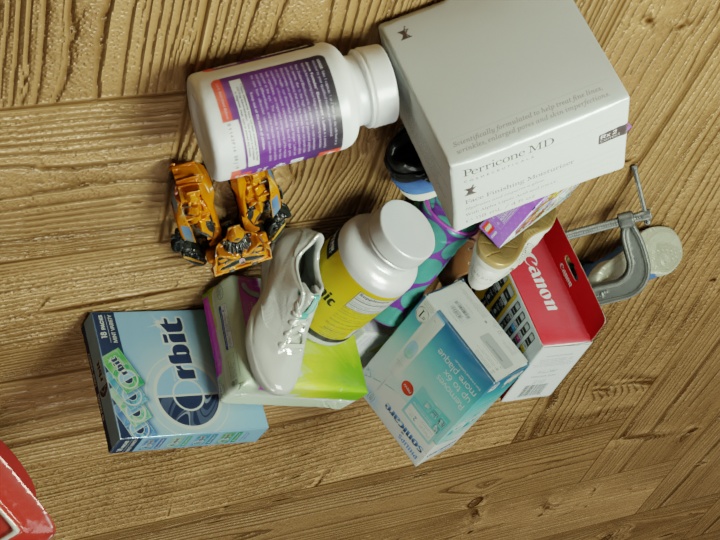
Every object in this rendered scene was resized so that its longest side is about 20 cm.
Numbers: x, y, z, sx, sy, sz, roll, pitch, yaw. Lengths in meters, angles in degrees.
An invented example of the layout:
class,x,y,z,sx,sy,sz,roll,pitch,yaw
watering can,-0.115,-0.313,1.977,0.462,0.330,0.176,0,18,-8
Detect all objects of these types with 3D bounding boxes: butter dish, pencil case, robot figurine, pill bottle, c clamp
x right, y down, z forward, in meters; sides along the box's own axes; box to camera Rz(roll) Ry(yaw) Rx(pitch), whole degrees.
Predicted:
class,x,y,z,sx,sy,sz,roll,pitch,yaw
butter dish,-0.504,0.278,1.783,0.199,0.148,0.200,-31,108,16
pencil case,0.074,-0.019,1.757,0.092,0.086,0.200,14,136,-23
robot figurine,-0.149,-0.062,1.565,0.144,0.058,0.200,-18,148,-7
pill bottle,0.000,0.000,1.687,0.111,0.112,0.200,5,147,-39
c clamp,0.308,-0.031,1.886,0.199,0.172,0.027,-20,-168,12
pill bottle,-0.067,-0.167,1.406,0.199,0.112,0.112,-16,149,-12

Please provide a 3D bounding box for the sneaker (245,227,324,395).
class,x,y,z,sx,sy,sz,roll,pitch,yaw
sneaker,-0.080,0.048,1.637,0.075,0.202,0.088,8,174,-41

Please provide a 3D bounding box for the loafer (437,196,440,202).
class,x,y,z,sx,sy,sz,roll,pitch,yaw
loafer,0.169,-0.132,1.518,0.200,0.071,0.073,-37,126,-9

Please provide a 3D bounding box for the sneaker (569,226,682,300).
class,x,y,z,sx,sy,sz,roll,pitch,yaw
sneaker,0.369,-0.001,2.003,0.199,0.077,0.111,-31,-173,-35

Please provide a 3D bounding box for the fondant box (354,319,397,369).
class,x,y,z,sx,sy,sz,roll,pitch,yaw
fondant box,0.008,0.111,1.921,0.144,0.058,0.199,-41,153,27

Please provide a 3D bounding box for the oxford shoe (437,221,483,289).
class,x,y,z,sx,sy,sz,roll,pitch,yaw
oxford shoe,0.148,-0.038,1.792,0.071,0.072,0.201,-9,142,-19

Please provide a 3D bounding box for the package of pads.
class,x,y,z,sx,sy,sz,roll,pitch,yaw
package of pads,-0.096,0.089,1.744,0.199,0.155,0.068,9,148,-39

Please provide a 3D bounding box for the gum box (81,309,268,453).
class,x,y,z,sx,sy,sz,roll,pitch,yaw
gum box,-0.227,0.131,1.701,0.199,0.171,0.045,0,150,-32

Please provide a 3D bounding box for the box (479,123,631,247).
class,x,y,z,sx,sy,sz,roll,pitch,yaw
box,0.237,-0.115,1.676,0.200,0.039,0.137,-33,166,-51

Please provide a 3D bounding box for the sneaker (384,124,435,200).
class,x,y,z,sx,sy,sz,roll,pitch,yaw
sneaker,0.122,-0.151,1.575,0.199,0.077,0.111,-22,160,11

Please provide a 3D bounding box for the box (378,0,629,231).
class,x,y,z,sx,sy,sz,roll,pitch,yaw
box,0.147,-0.181,1.441,0.198,0.201,0.131,-21,150,-4

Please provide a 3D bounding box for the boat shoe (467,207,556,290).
class,x,y,z,sx,sy,sz,roll,pitch,yaw
boat shoe,0.181,-0.040,1.726,0.200,0.071,0.070,-41,165,-50

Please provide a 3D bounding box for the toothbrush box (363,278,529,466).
class,x,y,z,sx,sy,sz,roll,pitch,yaw
toothbrush box,0.102,0.134,1.809,0.085,0.147,0.200,-21,157,-45

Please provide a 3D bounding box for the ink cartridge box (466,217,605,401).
class,x,y,z,sx,sy,sz,roll,pitch,yaw
ink cartridge box,0.217,0.039,1.828,0.083,0.201,0.176,-4,145,-28
